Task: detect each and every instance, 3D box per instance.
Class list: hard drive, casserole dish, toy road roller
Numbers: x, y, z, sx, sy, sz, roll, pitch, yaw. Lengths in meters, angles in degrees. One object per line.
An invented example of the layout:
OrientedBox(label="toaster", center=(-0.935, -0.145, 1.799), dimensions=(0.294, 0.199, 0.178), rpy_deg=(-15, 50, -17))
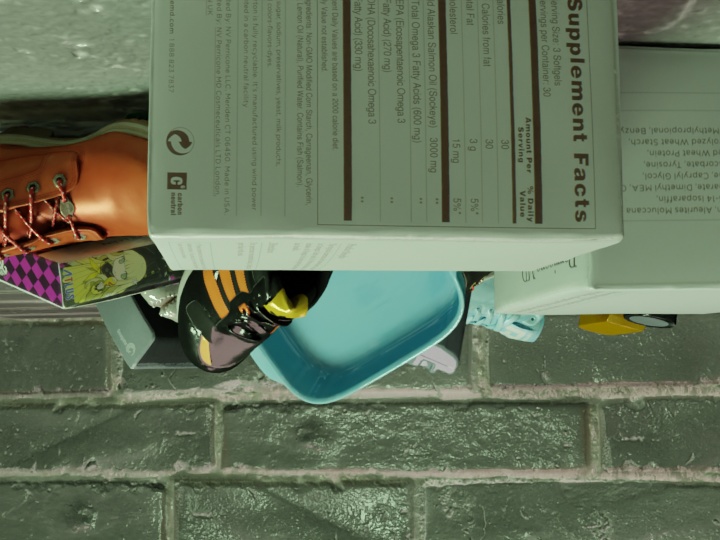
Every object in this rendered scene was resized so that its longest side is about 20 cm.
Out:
OrientedBox(label="hard drive", center=(-0.202, 0.010, 0.880), dimensions=(0.134, 0.201, 0.043), rpy_deg=(6, 130, -45))
OrientedBox(label="casserole dish", center=(-0.007, 0.016, 0.642), dimensions=(0.199, 0.122, 0.039), rpy_deg=(-34, -177, 33))
OrientedBox(label="toy road roller", center=(0.277, -0.005, 1.030), dimensions=(0.143, 0.125, 0.200), rpy_deg=(14, 170, -7))

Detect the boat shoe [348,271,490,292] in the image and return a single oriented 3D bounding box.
OrientedBox(label="boat shoe", center=(0.069, -0.009, 0.726), dimensions=(0.199, 0.064, 0.073), rpy_deg=(4, 167, -36))

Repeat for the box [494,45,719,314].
OrientedBox(label="box", center=(0.200, -0.043, 0.565), dimensions=(0.196, 0.133, 0.199), rpy_deg=(0, 174, -7))

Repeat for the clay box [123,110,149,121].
OrientedBox(label="clay box", center=(-0.075, -0.073, 0.642), dimensions=(0.196, 0.049, 0.115), rpy_deg=(1, 173, -21))

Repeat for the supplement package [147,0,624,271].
OrientedBox(label="supplement package", center=(0.006, -0.063, 0.414), dimensions=(0.196, 0.120, 0.117), rpy_deg=(1, 173, -9))

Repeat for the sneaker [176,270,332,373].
OrientedBox(label="sneaker", center=(-0.066, 0.010, 0.583), dimensions=(0.069, 0.091, 0.201), rpy_deg=(14, 124, -30))

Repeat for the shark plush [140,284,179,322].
OrientedBox(label="shark plush", center=(-0.115, -0.020, 0.780), dimensions=(0.083, 0.201, 0.091), rpy_deg=(41, 139, -8))

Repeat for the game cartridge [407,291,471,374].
OrientedBox(label="game cartridge", center=(0.000, 0.000, 0.752), dimensions=(0.197, 0.041, 0.134), rpy_deg=(23, -144, -3))

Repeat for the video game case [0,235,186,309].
OrientedBox(label="video game case", center=(-0.198, -0.027, 0.679), dimensions=(0.198, 0.037, 0.180), rpy_deg=(15, -159, 41))

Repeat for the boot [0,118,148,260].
OrientedBox(label="boot", center=(-0.187, -0.040, 0.553), dimensions=(0.197, 0.076, 0.107), rpy_deg=(2, -149, 28))

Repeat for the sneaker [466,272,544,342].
OrientedBox(label="sneaker", center=(0.137, 0.032, 0.846), dimensions=(0.197, 0.083, 0.074), rpy_deg=(-17, 166, -16))
